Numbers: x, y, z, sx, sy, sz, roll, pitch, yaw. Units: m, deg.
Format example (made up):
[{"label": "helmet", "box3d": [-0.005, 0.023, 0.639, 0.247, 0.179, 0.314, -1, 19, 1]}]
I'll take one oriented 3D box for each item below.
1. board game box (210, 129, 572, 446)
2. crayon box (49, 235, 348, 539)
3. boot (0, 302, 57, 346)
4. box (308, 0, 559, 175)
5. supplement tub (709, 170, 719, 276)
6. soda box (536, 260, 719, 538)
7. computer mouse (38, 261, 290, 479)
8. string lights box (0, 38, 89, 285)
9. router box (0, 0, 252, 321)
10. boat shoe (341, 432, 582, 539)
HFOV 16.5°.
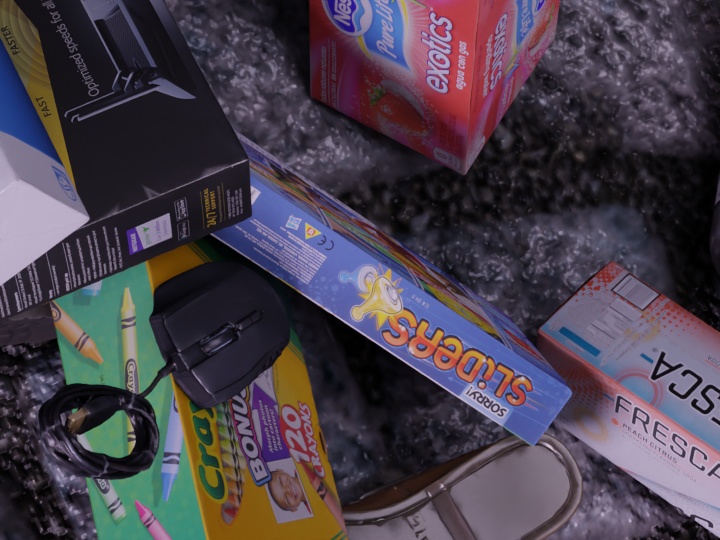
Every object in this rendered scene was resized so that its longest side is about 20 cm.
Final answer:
[{"label": "board game box", "box3d": [0.000, 0.000, 1.193, 0.200, 0.135, 0.035, 34, 97, -15]}, {"label": "crayon box", "box3d": [-0.070, 0.078, 1.125, 0.119, 0.058, 0.201, 23, 46, -54]}, {"label": "boot", "box3d": [-0.226, -0.037, 1.131, 0.200, 0.077, 0.139, 2, 73, -39]}, {"label": "box", "box3d": [0.039, -0.152, 1.198, 0.094, 0.200, 0.103, 28, 65, 14]}, {"label": "supplement tub", "box3d": [0.255, -0.058, 1.337, 0.122, 0.122, 0.201, 18, 72, -22]}, {"label": "soda box", "box3d": [0.180, 0.083, 1.244, 0.200, 0.068, 0.064, 35, 60, 25]}, {"label": "computer mouse", "box3d": [-0.076, 0.039, 1.045, 0.059, 0.034, 0.200, 61, 26, -7]}, {"label": "string lights box", "box3d": [-0.200, -0.078, 1.008, 0.200, 0.103, 0.059, 62, 14, 25]}, {"label": "router box", "box3d": [-0.158, -0.083, 1.090, 0.157, 0.052, 0.200, -22, 64, -12]}, {"label": "boat shoe", "box3d": [0.014, 0.141, 1.204, 0.199, 0.068, 0.072, -21, 84, -6]}]
